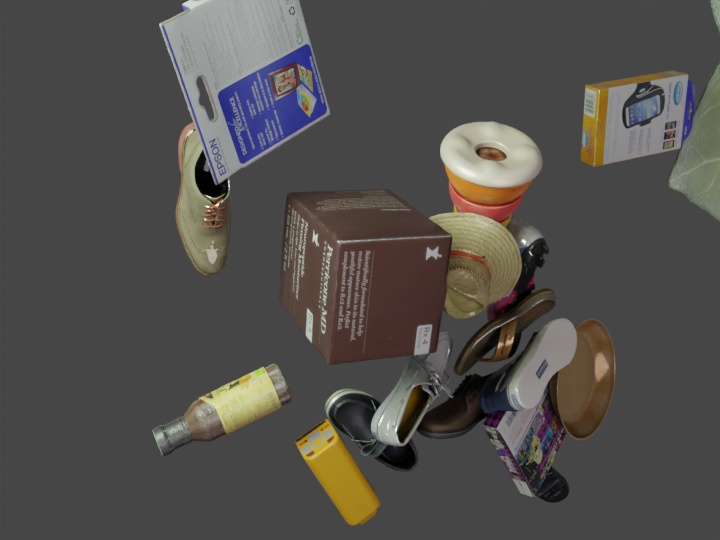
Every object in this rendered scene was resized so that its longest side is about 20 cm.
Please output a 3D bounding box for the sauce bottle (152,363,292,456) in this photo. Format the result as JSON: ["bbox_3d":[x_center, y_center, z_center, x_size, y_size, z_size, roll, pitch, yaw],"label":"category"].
[{"bbox_3d":[-0.195,0.199,1.239,0.197,0.065,0.066,-24,120,-16],"label":"sauce bottle"}]

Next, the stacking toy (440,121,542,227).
[{"bbox_3d":[0.176,-0.098,1.274,0.143,0.147,0.203,-13,133,-20],"label":"stacking toy"}]

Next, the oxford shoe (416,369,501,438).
[{"bbox_3d":[0.168,0.209,1.419,0.197,0.072,0.086,-20,117,-31],"label":"oxford shoe"}]

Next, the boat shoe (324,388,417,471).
[{"bbox_3d":[0.023,0.251,1.369,0.075,0.062,0.200,-46,121,1],"label":"boat shoe"}]

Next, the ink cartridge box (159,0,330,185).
[{"bbox_3d":[-0.139,-0.240,1.058,0.199,0.047,0.201,-35,125,-30],"label":"ink cartridge box"}]

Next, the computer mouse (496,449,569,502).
[{"bbox_3d":[0.308,0.353,1.572,0.058,0.034,0.200,-39,119,14],"label":"computer mouse"}]

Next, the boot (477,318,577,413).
[{"bbox_3d":[0.260,0.146,1.374,0.199,0.090,0.074,-40,104,-39],"label":"boot"}]

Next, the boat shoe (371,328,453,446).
[{"bbox_3d":[0.097,0.177,1.327,0.075,0.085,0.203,49,65,-29],"label":"boat shoe"}]

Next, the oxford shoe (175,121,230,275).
[{"bbox_3d":[-0.196,-0.080,1.113,0.069,0.075,0.204,-12,116,-20],"label":"oxford shoe"}]

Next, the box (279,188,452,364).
[{"bbox_3d":[0.000,0.000,1.169,0.161,0.200,0.170,-3,112,-23],"label":"box"}]

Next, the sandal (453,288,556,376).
[{"bbox_3d":[0.228,0.103,1.356,0.198,0.054,0.081,-34,153,-2],"label":"sandal"}]

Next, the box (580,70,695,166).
[{"bbox_3d":[0.437,-0.240,1.372,0.196,0.041,0.122,-14,116,-23],"label":"box"}]

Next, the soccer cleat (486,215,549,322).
[{"bbox_3d":[0.232,0.002,1.366,0.069,0.087,0.203,-16,141,-29],"label":"soccer cleat"}]

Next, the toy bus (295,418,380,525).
[{"bbox_3d":[-0.028,0.323,1.364,0.064,0.078,0.202,-33,121,-8],"label":"toy bus"}]

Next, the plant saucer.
[{"bbox_3d":[0.370,0.182,1.485,0.198,0.035,0.206,-5,96,-47],"label":"plant saucer"}]

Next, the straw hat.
[{"bbox_3d":[0.144,0.019,1.261,0.196,0.086,0.204,3,136,2],"label":"straw hat"}]

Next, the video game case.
[{"bbox_3d":[0.289,0.238,1.456,0.201,0.035,0.183,-54,129,-29],"label":"video game case"}]
